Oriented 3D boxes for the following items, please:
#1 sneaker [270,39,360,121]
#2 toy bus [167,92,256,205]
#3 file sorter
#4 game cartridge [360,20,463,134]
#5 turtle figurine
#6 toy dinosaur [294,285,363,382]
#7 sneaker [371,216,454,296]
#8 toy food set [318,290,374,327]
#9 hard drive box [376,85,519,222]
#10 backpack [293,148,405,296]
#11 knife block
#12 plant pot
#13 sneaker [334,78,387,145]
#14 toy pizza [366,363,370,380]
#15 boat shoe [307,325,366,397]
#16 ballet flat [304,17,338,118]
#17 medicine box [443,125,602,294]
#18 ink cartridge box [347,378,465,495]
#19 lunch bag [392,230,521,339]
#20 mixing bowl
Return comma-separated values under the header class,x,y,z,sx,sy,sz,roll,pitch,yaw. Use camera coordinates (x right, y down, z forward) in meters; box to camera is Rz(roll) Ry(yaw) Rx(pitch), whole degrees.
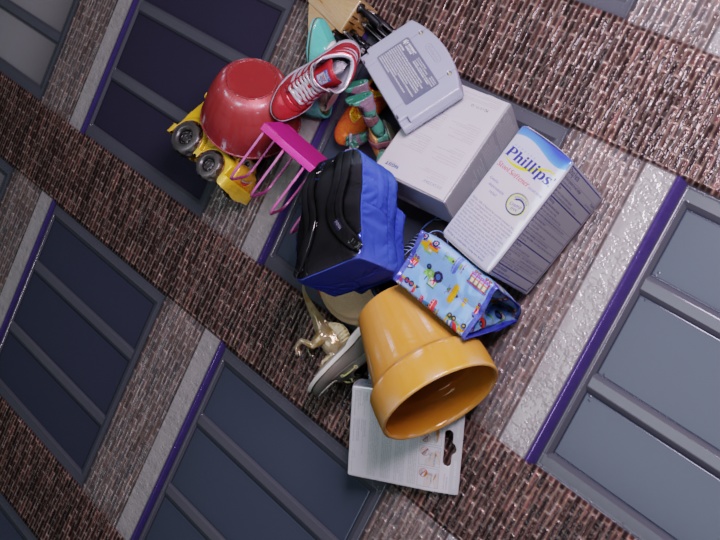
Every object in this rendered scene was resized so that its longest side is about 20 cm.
class,x,y,z,sx,sy,sz,roll,pitch,yaw
sneaker,-0.084,-0.323,1.485,0.199,0.113,0.071,-37,109,16
toy bus,-0.254,-0.261,1.696,0.192,0.136,0.200,-46,64,2
file sorter,-0.115,-0.151,1.521,0.199,0.139,0.126,40,104,1
game cartridge,0.090,-0.330,1.430,0.132,0.042,0.202,-29,53,4
turtle figurine,0.023,-0.225,1.495,0.099,0.203,0.150,-26,31,-12
toy dinosaur,-0.068,0.125,1.553,0.101,0.058,0.202,-36,86,21
sneaker,0.100,-0.020,1.420,0.199,0.078,0.070,-41,99,4
toy food set,0.000,0.000,1.531,0.198,0.048,0.201,-45,64,21
hard drive box,0.141,-0.201,1.404,0.155,0.077,0.201,29,78,32
backpack,-0.014,-0.074,1.354,0.160,0.167,0.204,-19,62,34
knife block,-0.013,-0.490,1.590,0.173,0.064,0.205,-4,82,32
plant pot,0.086,0.130,1.326,0.200,0.199,0.185,-42,57,22
sneaker,0.015,-0.309,1.542,0.200,0.077,0.074,-45,64,22
toy pizza,0.098,0.154,1.453,0.197,0.032,0.205,0,91,33
boat shoe,-0.019,0.158,1.469,0.060,0.072,0.202,42,117,2
ballet flat,-0.064,-0.368,1.571,0.069,0.068,0.202,25,136,15
medicine box,0.249,-0.085,1.287,0.103,0.181,0.201,42,100,30
ink cartridge box,0.078,0.279,1.438,0.196,0.047,0.164,7,101,16
lunch bag,0.168,0.023,1.325,0.150,0.199,0.095,39,107,26
mixing bowl,-0.207,-0.324,1.605,0.196,0.109,0.204,3,60,-5
